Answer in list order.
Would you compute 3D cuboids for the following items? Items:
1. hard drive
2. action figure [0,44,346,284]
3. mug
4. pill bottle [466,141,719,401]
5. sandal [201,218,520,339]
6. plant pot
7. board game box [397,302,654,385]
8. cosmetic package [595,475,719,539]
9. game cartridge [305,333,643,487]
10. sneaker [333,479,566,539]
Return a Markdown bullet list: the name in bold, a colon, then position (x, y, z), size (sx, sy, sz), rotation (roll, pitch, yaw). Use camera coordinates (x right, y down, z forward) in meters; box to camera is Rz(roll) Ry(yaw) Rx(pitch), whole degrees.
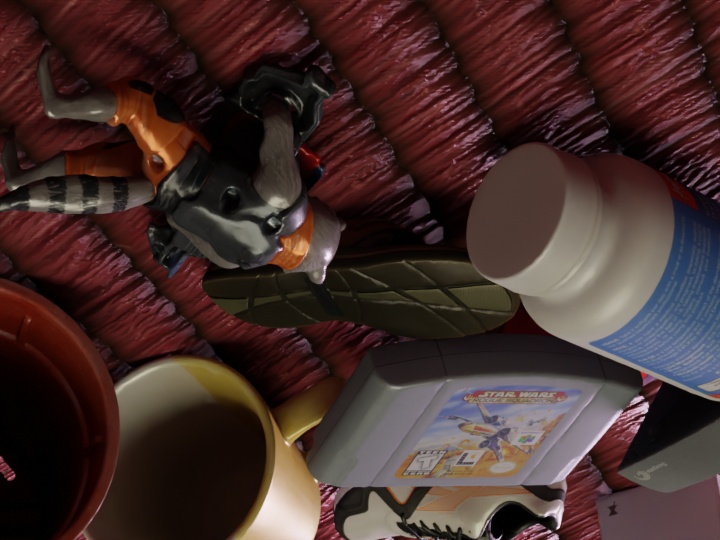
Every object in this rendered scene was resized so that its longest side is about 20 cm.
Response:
- **hard drive**: position (0.260, 0.065, 1.181), size (0.042, 0.135, 0.200), rotation (46, 132, -7)
- **action figure**: position (-0.102, -0.035, 1.019), size (0.192, 0.105, 0.200), rotation (18, 141, -14)
- **mug**: position (-0.083, 0.154, 1.275), size (0.185, 0.150, 0.153), rotation (1, 159, 22)
- **pill bottle**: position (0.161, -0.002, 1.083), size (0.199, 0.113, 0.112), rotation (22, 139, -35)
- **sandal**: position (0.000, 0.000, 1.133), size (0.199, 0.055, 0.082), rotation (-2, 144, 24)
- **plant pot**: position (-0.267, 0.131, 1.192), size (0.199, 0.202, 0.195), rotation (5, 155, -14)
- **board game box**: position (0.125, 0.066, 1.250), size (0.157, 0.039, 0.200), rotation (-26, 142, 31)
- **cosmetic package**: position (0.274, 0.240, 1.510), size (0.101, 0.072, 0.200), rotation (-17, 145, 21)
- **game cartridge**: position (0.077, 0.091, 1.196), size (0.199, 0.042, 0.133), rotation (2, 146, -27)
- **sneaker**: position (0.064, 0.173, 1.379), size (0.199, 0.080, 0.074), rotation (-22, 145, 28)
